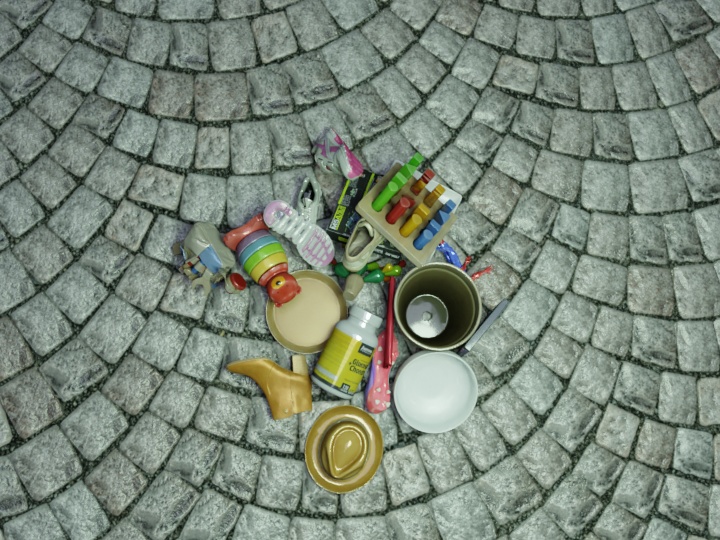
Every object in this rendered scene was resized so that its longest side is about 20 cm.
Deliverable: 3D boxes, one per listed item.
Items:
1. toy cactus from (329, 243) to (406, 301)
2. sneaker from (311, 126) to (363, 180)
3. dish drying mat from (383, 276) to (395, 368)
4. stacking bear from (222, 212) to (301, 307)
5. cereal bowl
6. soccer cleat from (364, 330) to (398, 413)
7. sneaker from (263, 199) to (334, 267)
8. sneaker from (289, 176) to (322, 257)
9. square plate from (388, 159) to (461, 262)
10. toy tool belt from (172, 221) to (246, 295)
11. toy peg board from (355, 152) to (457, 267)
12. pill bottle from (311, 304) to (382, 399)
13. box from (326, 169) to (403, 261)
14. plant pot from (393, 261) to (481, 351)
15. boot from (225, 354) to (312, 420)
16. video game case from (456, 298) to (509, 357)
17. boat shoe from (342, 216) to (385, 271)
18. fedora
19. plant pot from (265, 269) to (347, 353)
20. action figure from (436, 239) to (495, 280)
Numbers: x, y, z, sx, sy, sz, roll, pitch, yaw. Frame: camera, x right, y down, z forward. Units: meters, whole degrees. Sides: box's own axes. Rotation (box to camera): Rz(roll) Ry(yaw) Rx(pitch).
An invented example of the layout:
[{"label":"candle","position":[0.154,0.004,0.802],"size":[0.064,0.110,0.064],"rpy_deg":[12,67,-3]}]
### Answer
[{"label":"toy cactus","position":[0.000,0.000,1.545],"size":[0.197,0.103,0.166],"rpy_deg":[17,45,6]},{"label":"sneaker","position":[-0.060,-0.267,1.586],"size":[0.088,0.201,0.081],"rpy_deg":[-40,128,7]},{"label":"dish drying mat","position":[0.069,0.122,1.503],"size":[0.018,0.077,0.203],"rpy_deg":[4,74,0]},{"label":"stacking bear","position":[-0.218,-0.012,1.528],"size":[0.121,0.114,0.201],"rpy_deg":[-32,76,-9]},{"label":"cereal bowl","position":[0.170,0.272,1.523],"size":[0.197,0.083,0.203],"rpy_deg":[-1,103,-6]},{"label":"soccer cleat","position":[0.043,0.241,1.546],"size":[0.066,0.076,0.203],"rpy_deg":[20,62,-26]},{"label":"sneaker","position":[-0.143,-0.091,1.523],"size":[0.200,0.088,0.081],"rpy_deg":[42,90,-15]},{"label":"sneaker","position":[-0.135,-0.133,1.584],"size":[0.074,0.081,0.203],"rpy_deg":[5,82,-5]},{"label":"square plate","position":[0.127,-0.147,1.632],"size":[0.196,0.028,0.202],"rpy_deg":[28,79,1]},{"label":"toy tool belt","position":[-0.364,-0.008,1.540],"size":[0.122,0.125,0.201],"rpy_deg":[-37,81,22]},{"label":"toy peg board","position":[0.127,-0.151,1.467],"size":[0.199,0.098,0.200],"rpy_deg":[42,50,-1]},{"label":"pill bottle","position":[-0.026,0.186,1.510],"size":[0.111,0.112,0.202],"rpy_deg":[26,88,0]},{"label":"box","position":[0.038,-0.139,1.560],"size":[0.190,0.048,0.202],"rpy_deg":[15,62,9]},{"label":"plant pot","position":[0.169,0.095,1.519],"size":[0.197,0.174,0.203],"rpy_deg":[0,78,-2]},{"label":"boot","position":[-0.211,0.276,1.513],"size":[0.198,0.071,0.146],"rpy_deg":[-3,78,-10]},{"label":"video game case","position":[0.277,0.142,1.508],"size":[0.019,0.200,0.143],"rpy_deg":[40,80,9]},{"label":"boat shoe","position":[0.020,-0.092,1.471],"size":[0.071,0.065,0.201],"rpy_deg":[27,66,11]},{"label":"fedora","position":[-0.036,0.415,1.498],"size":[0.197,0.082,0.204],"rpy_deg":[1,81,-4]},{"label":"plant pot","position":[-0.130,0.100,1.572],"size":[0.197,0.027,0.203],"rpy_deg":[1,81,-5]},{"label":"action figure","position":[0.252,-0.034,1.596],"size":[0.098,0.065,0.202],"rpy_deg":[-30,98,-14]}]
